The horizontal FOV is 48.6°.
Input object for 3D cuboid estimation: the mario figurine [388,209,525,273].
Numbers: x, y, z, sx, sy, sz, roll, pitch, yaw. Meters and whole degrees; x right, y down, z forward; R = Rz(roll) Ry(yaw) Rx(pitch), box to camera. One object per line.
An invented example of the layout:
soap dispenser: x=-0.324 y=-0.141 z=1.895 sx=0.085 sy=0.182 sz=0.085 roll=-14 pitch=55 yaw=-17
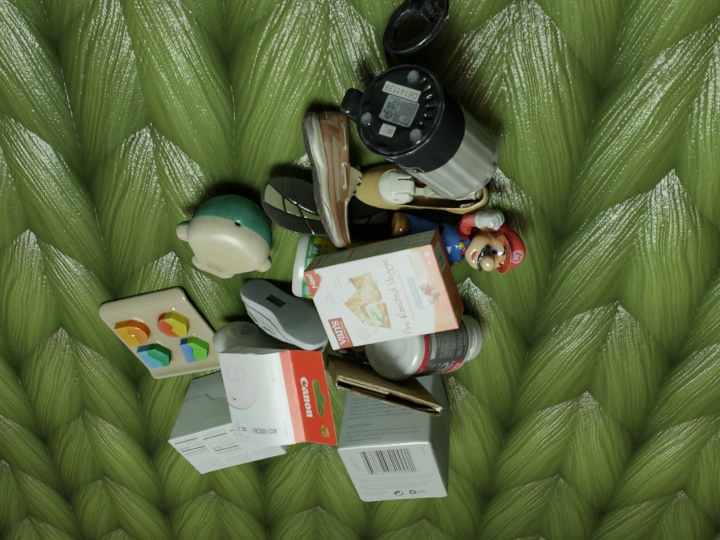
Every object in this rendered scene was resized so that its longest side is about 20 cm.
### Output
mario figurine: x=0.142 y=-0.030 z=1.157 sx=0.200 sy=0.106 sz=0.123 roll=5 pitch=165 yaw=-4

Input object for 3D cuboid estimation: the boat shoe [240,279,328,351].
boat shoe: x=-0.123 y=0.084 z=1.329 sx=0.200 sy=0.074 sz=0.065 roll=37 pitch=144 yaw=37

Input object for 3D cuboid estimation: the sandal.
sandal: x=-0.056 y=-0.088 z=1.209 sx=0.201 sy=0.057 sz=0.080 roll=14 pitch=94 yaw=-18

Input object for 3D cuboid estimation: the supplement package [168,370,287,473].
supplement package: x=-0.233 y=0.273 z=1.511 sx=0.200 sy=0.156 sz=0.111 roll=-18 pitch=124 yaw=24

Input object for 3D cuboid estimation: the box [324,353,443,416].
box: x=0.030 y=0.175 z=1.244 sx=0.163 sy=0.200 sz=0.021 roll=17 pitch=91 yaw=-8

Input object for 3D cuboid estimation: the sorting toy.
sorting toy: x=-0.361 y=0.125 z=1.478 sx=0.185 sy=0.037 sz=0.200 roll=-12 pitch=129 yaw=20

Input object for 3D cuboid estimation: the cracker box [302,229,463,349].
cracker box: x=0.033 y=0.031 z=1.148 sx=0.200 sy=0.058 sz=0.134 roll=-12 pitch=112 yaw=23

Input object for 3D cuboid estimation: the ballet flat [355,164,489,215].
ballet flat: x=0.089 y=-0.120 z=1.151 sx=0.200 sy=0.063 sz=0.069 roll=4 pitch=89 yaw=0

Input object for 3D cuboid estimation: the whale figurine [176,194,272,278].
whale figurine: x=-0.210 y=-0.051 z=1.265 sx=0.159 sy=0.104 sz=0.200 roll=22 pitch=157 yaw=-12

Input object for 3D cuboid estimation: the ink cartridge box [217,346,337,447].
ink cartridge box: x=-0.139 y=0.208 z=1.302 sx=0.200 sy=0.057 sz=0.163 roll=-1 pitch=103 yaw=44

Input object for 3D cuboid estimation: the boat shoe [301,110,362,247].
boat shoe: x=-0.031 y=-0.129 z=1.132 sx=0.072 sy=0.076 sz=0.200 roll=-14 pitch=112 yaw=-10

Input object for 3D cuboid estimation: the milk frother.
milk frother: x=0.096 y=-0.222 z=1.022 sx=0.200 sy=0.181 sz=0.188 roll=-51 pitch=150 yaw=11

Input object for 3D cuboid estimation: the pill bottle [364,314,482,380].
pill bottle: x=0.110 y=0.113 z=1.285 sx=0.200 sy=0.111 sz=0.111 roll=0 pitch=150 yaw=-48

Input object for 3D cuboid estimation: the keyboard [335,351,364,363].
keyboard: x=0.000 y=0.179 z=1.375 sx=0.056 sy=0.200 sz=0.011 roll=28 pitch=97 yaw=-18

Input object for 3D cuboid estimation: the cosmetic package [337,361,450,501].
cosmetic package: x=0.067 y=0.283 z=1.440 sx=0.165 sy=0.200 sz=0.165 roll=-7 pitch=130 yaw=15

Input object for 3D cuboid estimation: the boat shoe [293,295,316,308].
boat shoe: x=-0.035 y=0.060 z=1.340 sx=0.200 sy=0.068 sz=0.075 roll=-14 pitch=129 yaw=21

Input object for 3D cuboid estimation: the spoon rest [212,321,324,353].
spoon rest: x=-0.163 y=0.133 z=1.419 sx=0.200 sy=0.099 sz=0.061 roll=5 pitch=121 yaw=-6

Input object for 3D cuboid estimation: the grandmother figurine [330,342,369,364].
grandmother figurine: x=0.016 y=0.134 z=1.360 sx=0.121 sy=0.061 sz=0.200 roll=18 pitch=169 yaw=20

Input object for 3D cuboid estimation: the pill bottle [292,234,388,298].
pill bottle: x=0.000 y=0.000 z=1.248 sx=0.200 sy=0.113 sz=0.113 roll=10 pitch=133 yaw=1
